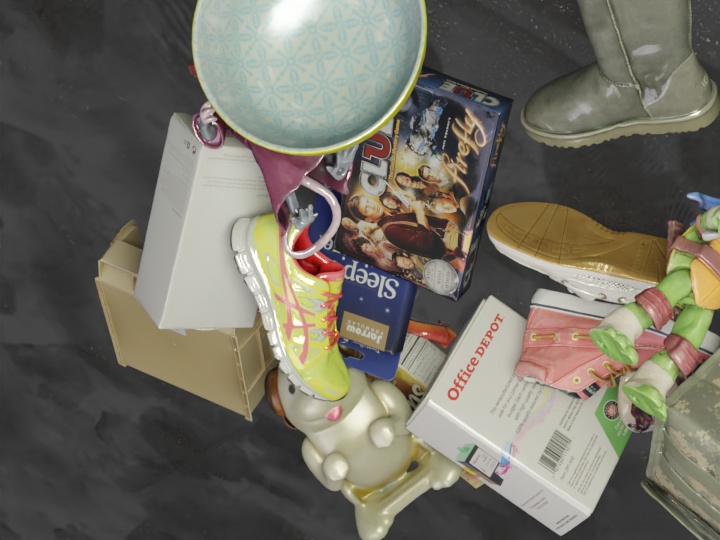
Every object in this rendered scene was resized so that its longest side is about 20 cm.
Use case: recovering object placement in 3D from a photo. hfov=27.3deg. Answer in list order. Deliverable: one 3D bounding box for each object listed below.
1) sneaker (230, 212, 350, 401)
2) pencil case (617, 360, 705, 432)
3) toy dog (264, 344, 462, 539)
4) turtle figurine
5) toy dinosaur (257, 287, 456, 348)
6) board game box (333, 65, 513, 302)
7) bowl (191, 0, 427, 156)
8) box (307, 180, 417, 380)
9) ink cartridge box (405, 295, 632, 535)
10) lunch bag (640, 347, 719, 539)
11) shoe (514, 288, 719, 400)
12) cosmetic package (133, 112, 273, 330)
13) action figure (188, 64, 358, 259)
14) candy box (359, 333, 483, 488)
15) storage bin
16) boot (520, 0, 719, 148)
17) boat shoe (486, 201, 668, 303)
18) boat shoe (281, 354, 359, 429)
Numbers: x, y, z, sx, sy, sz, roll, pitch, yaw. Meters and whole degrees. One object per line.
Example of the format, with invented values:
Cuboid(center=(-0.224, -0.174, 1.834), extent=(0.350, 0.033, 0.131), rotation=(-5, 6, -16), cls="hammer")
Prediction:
Cuboid(center=(-0.048, 0.032, 1.422), extent=(0.089, 0.078, 0.202), rotation=(-20, 105, 19), cls="sneaker")
Cuboid(center=(0.337, 0.119, 1.384), extent=(0.198, 0.078, 0.090), rotation=(-1, 111, 41), cls="pencil case")
Cuboid(center=(-0.006, 0.150, 1.569), extent=(0.139, 0.195, 0.200), rotation=(-32, 124, 16), cls="toy dog")
Cuboid(center=(0.292, 0.027, 1.173), extent=(0.200, 0.194, 0.144), rotation=(41, 167, 26), cls="turtle figurine")
Cuboid(center=(0.006, 0.044, 1.525), extent=(0.182, 0.200, 0.105), rotation=(47, 180, 42), cls="toy dinosaur")
Cuboid(center=(0.054, -0.084, 1.354), extent=(0.134, 0.035, 0.202), rotation=(23, 125, 18), cls="board game box")
Cuboid(center=(-0.034, -0.189, 1.257), extent=(0.198, 0.202, 0.108), rotation=(26, 179, 11), cls="bowl")
Cuboid(center=(0.000, 0.000, 1.461), extent=(0.120, 0.032, 0.203), rotation=(18, 104, 22), cls="box")
Cuboid(center=(0.166, 0.146, 1.506), extent=(0.199, 0.145, 0.084), rotation=(34, 150, 0), cls="ink cartridge box")
Cuboid(center=(0.333, 0.187, 1.269), extent=(0.164, 0.117, 0.201), rotation=(40, 154, 29), cls="lunch bag")
Cuboid(center=(0.237, 0.081, 1.390), extent=(0.198, 0.092, 0.071), rotation=(12, 171, 39), cls="shoe")
Cuboid(center=(-0.146, -0.045, 1.475), extent=(0.081, 0.112, 0.202), rotation=(44, 123, 48), cls="cosmetic package")
Cuboid(center=(-0.082, -0.137, 1.373), extent=(0.200, 0.134, 0.150), rotation=(43, 162, 29), cls="action figure")
Cuboid(center=(0.090, 0.152, 1.663), extent=(0.199, 0.056, 0.115), rotation=(38, 148, -6), cls="candy box")
Cuboid(center=(-0.199, 0.056, 1.762), extent=(0.198, 0.094, 0.200), rotation=(21, 144, 20), cls="storage bin")
Cuboid(center=(0.179, -0.193, 1.135), extent=(0.180, 0.073, 0.201), rotation=(-7, 137, 28), cls="boot")
Cuboid(center=(0.207, -0.003, 1.350), extent=(0.198, 0.071, 0.070), rotation=(19, 144, 20), cls="boat shoe")
Cuboid(center=(-0.053, 0.127, 1.741), extent=(0.075, 0.072, 0.201), rotation=(27, 146, 10), cls="boat shoe")
